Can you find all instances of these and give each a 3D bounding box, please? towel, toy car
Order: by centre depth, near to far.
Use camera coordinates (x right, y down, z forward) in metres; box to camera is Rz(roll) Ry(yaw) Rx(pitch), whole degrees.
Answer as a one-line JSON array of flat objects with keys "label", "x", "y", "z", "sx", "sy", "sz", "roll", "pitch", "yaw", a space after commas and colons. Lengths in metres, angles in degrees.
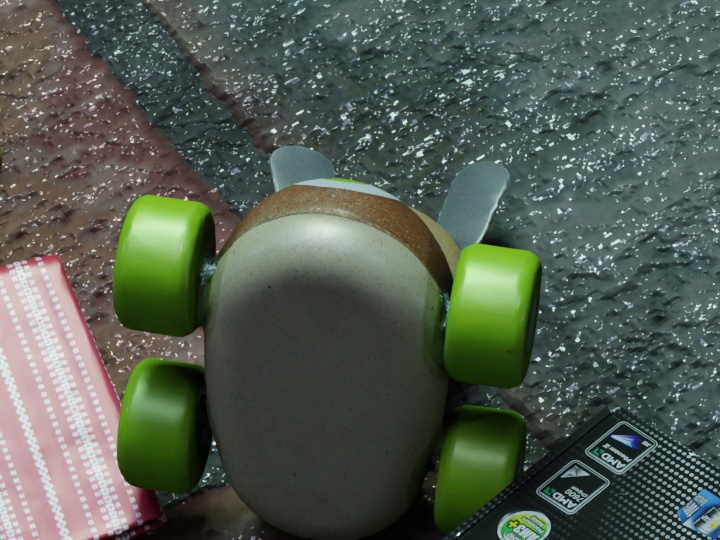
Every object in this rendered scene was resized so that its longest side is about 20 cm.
[{"label": "toy car", "x": 0.000, "y": 0.000, "z": 1.150, "sx": 0.163, "sy": 0.158, "sz": 0.200, "roll": 8, "pitch": 36, "yaw": 8}, {"label": "towel", "x": -0.199, "y": 0.083, "z": 1.156, "sx": 0.199, "sy": 0.023, "sz": 0.145, "roll": -19, "pitch": 65, "yaw": -13}]

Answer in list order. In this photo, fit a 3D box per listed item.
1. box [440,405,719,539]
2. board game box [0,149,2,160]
[{"label": "box", "x": 0.101, "y": 0.159, "z": 1.006, "sx": 0.193, "sy": 0.048, "sz": 0.200, "roll": -33, "pitch": 48, "yaw": -28}, {"label": "board game box", "x": -0.231, "y": 0.004, "z": 1.276, "sx": 0.101, "sy": 0.048, "sz": 0.201, "roll": -9, "pitch": 44, "yaw": 8}]
